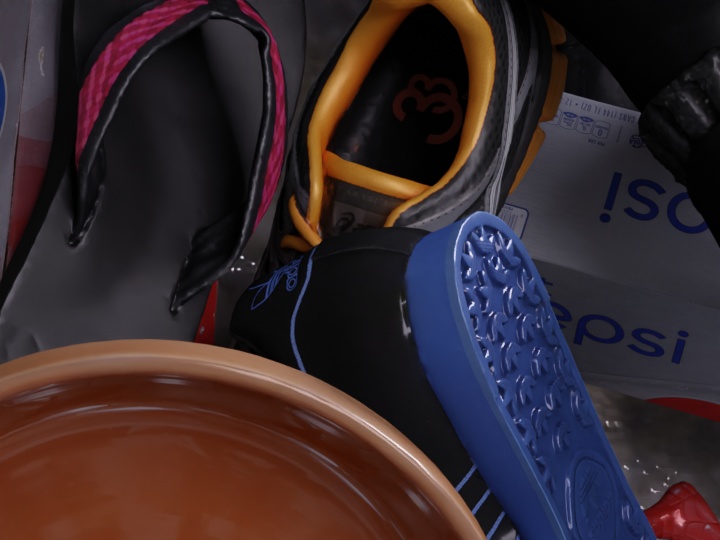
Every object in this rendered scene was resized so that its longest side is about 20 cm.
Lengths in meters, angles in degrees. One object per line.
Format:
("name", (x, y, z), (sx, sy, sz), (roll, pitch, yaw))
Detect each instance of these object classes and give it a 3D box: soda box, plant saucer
("soda box", (-0.079, -0.058, 0.867), (0.070, 0.063, 0.201), (15, 65, -28))
("soda box", (0.123, 0.007, 0.923), (0.199, 0.068, 0.064), (16, 59, 6))
("plant saucer", (-0.056, 0.113, 0.768), (0.200, 0.200, 0.032), (43, 10, -13))

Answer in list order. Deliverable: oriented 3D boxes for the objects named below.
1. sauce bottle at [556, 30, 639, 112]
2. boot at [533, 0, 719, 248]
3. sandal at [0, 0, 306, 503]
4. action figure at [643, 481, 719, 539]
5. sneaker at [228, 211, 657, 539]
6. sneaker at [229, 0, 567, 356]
("sauce bottle", (0.082, -0.121, 1.002), (0.064, 0.065, 0.201), (17, 64, -28))
("boot", (0.096, -0.049, 0.816), (0.210, 0.079, 0.159), (26, 47, -39))
("sandal", (-0.052, -0.031, 0.807), (0.075, 0.045, 0.201), (26, 60, -22))
("action figure", (0.038, 0.140, 0.871), (0.199, 0.065, 0.099), (-18, 74, -38))
("sneaker", (0.031, 0.079, 0.811), (0.070, 0.077, 0.201), (-47, 121, -55))
("sneaker", (0.000, 0.000, 0.855), (0.078, 0.077, 0.201), (14, 87, 15))
